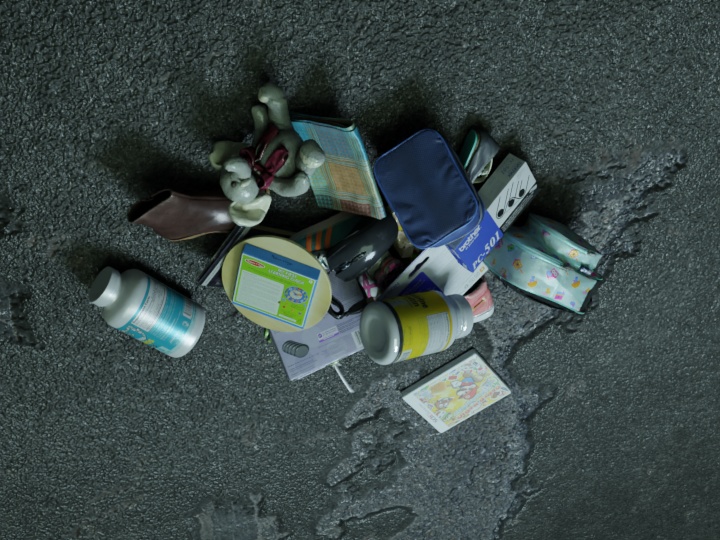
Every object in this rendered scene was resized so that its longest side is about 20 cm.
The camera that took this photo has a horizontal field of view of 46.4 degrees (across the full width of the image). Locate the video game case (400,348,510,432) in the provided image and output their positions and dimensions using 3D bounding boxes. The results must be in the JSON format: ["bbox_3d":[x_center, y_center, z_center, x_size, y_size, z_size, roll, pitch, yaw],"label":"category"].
[{"bbox_3d":[0.219,0.278,1.912,0.199,0.023,0.182,-33,130,15],"label":"video game case"}]

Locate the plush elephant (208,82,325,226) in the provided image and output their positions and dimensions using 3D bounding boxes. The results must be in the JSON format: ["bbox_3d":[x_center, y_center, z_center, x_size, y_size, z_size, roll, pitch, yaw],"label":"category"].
[{"bbox_3d":[-0.162,-0.168,1.331,0.153,0.166,0.200,-29,166,-16],"label":"plush elephant"}]

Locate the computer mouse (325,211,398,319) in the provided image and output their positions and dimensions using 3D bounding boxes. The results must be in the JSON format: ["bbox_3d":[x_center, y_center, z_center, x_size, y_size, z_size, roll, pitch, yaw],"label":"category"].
[{"bbox_3d":[0.000,0.000,1.463,0.199,0.046,0.141,-34,110,1],"label":"computer mouse"}]

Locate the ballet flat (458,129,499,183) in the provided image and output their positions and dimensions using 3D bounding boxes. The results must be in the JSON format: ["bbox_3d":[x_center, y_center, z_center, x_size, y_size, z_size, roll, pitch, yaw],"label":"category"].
[{"bbox_3d":[0.185,-0.157,1.496,0.072,0.074,0.201,14,123,-24],"label":"ballet flat"}]

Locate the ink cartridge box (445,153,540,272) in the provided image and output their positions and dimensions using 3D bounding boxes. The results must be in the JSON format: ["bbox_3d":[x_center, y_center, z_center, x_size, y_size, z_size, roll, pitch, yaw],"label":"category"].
[{"bbox_3d":[0.234,-0.102,1.507,0.201,0.044,0.094,-51,141,-3],"label":"ink cartridge box"}]

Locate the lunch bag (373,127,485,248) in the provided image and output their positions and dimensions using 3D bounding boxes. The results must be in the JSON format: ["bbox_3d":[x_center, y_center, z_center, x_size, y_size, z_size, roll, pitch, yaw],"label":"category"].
[{"bbox_3d":[0.115,-0.140,1.420,0.135,0.202,0.132,-28,173,13],"label":"lunch bag"}]

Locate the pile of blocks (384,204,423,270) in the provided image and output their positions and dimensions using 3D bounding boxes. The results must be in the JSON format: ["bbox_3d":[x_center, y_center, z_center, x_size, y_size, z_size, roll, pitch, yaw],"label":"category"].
[{"bbox_3d":[0.088,-0.071,1.556,0.081,0.062,0.201,-31,139,-2],"label":"pile of blocks"}]

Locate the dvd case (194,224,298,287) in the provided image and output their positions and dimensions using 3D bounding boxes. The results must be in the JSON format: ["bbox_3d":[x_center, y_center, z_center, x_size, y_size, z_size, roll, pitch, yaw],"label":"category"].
[{"bbox_3d":[-0.182,-0.019,1.513,0.199,0.016,0.149,8,132,-49],"label":"dvd case"}]

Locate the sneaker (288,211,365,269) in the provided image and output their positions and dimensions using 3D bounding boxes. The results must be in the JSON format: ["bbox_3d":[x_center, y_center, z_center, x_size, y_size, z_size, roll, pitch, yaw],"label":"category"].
[{"bbox_3d":[-0.065,-0.035,1.500,0.198,0.080,0.072,-30,148,-5],"label":"sneaker"}]

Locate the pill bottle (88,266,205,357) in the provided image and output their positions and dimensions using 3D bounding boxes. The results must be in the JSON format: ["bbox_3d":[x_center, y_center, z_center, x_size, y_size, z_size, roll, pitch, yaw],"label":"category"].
[{"bbox_3d":[-0.388,0.070,1.522,0.111,0.112,0.199,-40,127,21],"label":"pill bottle"}]

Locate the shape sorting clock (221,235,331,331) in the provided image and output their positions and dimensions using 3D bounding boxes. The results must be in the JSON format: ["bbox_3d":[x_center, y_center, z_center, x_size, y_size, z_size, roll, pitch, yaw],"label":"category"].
[{"bbox_3d":[-0.145,0.024,1.453,0.197,0.039,0.202,9,131,11],"label":"shape sorting clock"}]

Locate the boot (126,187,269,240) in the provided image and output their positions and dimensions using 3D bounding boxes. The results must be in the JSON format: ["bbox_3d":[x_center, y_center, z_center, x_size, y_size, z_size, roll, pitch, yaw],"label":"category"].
[{"bbox_3d":[-0.263,-0.105,1.384,0.198,0.073,0.166,-24,165,16],"label":"boot"}]

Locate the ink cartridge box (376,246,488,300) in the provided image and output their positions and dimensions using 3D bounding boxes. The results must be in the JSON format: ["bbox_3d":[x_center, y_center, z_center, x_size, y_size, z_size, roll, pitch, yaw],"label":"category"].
[{"bbox_3d":[0.130,0.013,1.578,0.198,0.043,0.200,-45,143,3],"label":"ink cartridge box"}]

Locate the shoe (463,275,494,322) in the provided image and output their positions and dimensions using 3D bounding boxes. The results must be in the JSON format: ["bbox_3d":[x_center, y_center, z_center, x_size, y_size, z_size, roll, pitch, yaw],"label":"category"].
[{"bbox_3d":[0.172,0.078,1.699,0.198,0.072,0.092,-23,131,0],"label":"shoe"}]

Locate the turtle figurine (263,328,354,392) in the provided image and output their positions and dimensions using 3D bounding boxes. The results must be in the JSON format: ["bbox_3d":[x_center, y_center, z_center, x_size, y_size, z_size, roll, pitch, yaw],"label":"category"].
[{"bbox_3d":[-0.093,0.148,1.643,0.191,0.145,0.202,9,125,-14],"label":"turtle figurine"}]

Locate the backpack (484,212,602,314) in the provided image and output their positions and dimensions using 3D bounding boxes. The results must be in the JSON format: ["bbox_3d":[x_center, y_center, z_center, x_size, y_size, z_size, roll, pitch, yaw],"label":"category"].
[{"bbox_3d":[0.341,-0.019,1.585,0.197,0.176,0.155,11,111,-23],"label":"backpack"}]

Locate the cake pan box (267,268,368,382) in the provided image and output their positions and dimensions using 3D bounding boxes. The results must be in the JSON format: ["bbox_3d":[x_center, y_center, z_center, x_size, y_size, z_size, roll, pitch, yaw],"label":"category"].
[{"bbox_3d":[-0.078,0.081,1.553,0.198,0.052,0.186,-24,91,-10],"label":"cake pan box"}]

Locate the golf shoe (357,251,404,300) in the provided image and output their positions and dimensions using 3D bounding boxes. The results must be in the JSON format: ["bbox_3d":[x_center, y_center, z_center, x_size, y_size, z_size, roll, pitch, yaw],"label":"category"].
[{"bbox_3d":[0.028,0.015,1.612,0.072,0.092,0.201,-36,157,-26],"label":"golf shoe"}]

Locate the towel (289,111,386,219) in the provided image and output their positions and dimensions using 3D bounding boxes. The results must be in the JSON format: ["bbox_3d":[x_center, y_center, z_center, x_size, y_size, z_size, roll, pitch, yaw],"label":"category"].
[{"bbox_3d":[-0.042,-0.172,1.400,0.145,0.022,0.201,14,142,32],"label":"towel"}]

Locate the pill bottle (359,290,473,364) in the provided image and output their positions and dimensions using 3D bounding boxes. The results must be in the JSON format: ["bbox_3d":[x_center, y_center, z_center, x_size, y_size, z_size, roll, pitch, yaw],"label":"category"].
[{"bbox_3d":[0.104,0.097,1.510,0.198,0.112,0.113,-10,136,-35],"label":"pill bottle"}]
